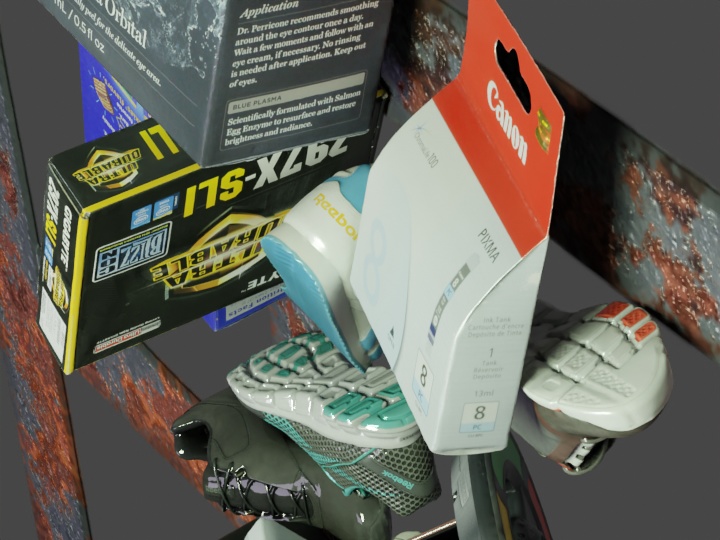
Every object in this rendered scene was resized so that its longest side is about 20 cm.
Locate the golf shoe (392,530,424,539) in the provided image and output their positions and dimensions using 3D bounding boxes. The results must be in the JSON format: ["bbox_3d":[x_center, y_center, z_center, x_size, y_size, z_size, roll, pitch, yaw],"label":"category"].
[{"bbox_3d":[0.084,0.247,1.694,0.200,0.078,0.097,53,180,22],"label":"golf shoe"}]

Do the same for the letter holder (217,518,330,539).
[{"bbox_3d":[-0.031,0.280,1.875,0.200,0.100,0.142,55,164,24],"label":"letter holder"}]

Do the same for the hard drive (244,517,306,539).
[{"bbox_3d":[-0.006,0.234,1.707,0.132,0.027,0.200,32,-166,-17],"label":"hard drive"}]

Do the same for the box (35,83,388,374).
[{"bbox_3d":[-0.088,-0.035,1.594,0.049,0.200,0.160,54,153,27],"label":"box"}]

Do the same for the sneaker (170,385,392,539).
[{"bbox_3d":[-0.052,0.137,1.815,0.200,0.091,0.076,31,137,50],"label":"sneaker"}]

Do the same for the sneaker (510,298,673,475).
[{"bbox_3d":[0.118,0.067,1.443,0.082,0.077,0.200,62,168,-16],"label":"sneaker"}]

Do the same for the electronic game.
[{"bbox_3d":[0.093,0.174,1.514,0.200,0.042,0.200,-17,-90,-80],"label":"electronic game"}]

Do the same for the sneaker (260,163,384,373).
[{"bbox_3d":[0.000,0.000,1.606,0.077,0.081,0.200,46,172,13],"label":"sneaker"}]

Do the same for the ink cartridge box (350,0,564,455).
[{"bbox_3d":[0.047,-0.032,1.411,0.160,0.047,0.200,-115,27,-53],"label":"ink cartridge box"}]

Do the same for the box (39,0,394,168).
[{"bbox_3d":[-0.077,-0.196,1.488,0.197,0.117,0.200,45,137,39],"label":"box"}]

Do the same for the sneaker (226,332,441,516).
[{"bbox_3d":[-0.016,0.101,1.733,0.200,0.078,0.091,24,137,58],"label":"sneaker"}]

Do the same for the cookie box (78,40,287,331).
[{"bbox_3d":[-0.106,-0.093,1.728,0.171,0.075,0.200,48,150,34],"label":"cookie box"}]

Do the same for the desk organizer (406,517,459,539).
[{"bbox_3d":[0.076,0.247,1.603,0.200,0.072,0.077,69,-170,18],"label":"desk organizer"}]
